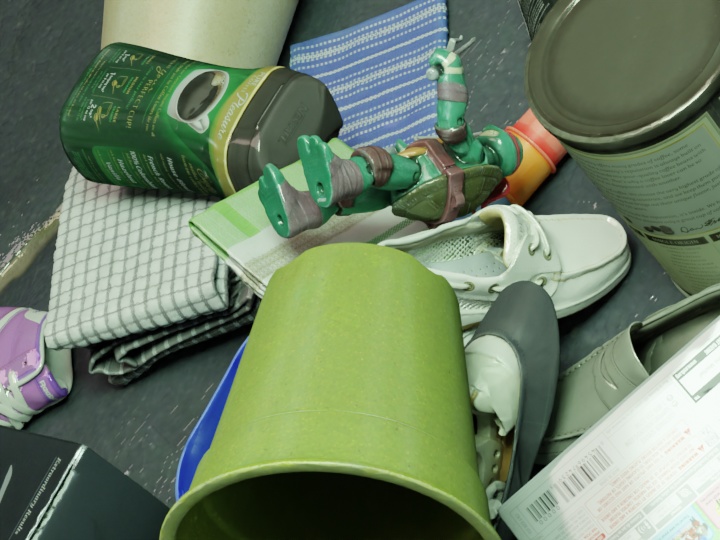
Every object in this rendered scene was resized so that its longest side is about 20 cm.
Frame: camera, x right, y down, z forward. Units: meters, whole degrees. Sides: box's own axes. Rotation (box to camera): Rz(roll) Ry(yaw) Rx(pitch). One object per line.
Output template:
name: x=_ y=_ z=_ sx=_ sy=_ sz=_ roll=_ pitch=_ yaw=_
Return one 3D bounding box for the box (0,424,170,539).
box: x=-0.247 y=0.198 z=1.598 sx=0.199 sy=0.104 sz=0.149 roll=8 pitch=63 yaw=51

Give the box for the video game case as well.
video game case: x=0.208 y=0.145 z=1.322 sx=0.200 sy=0.022 sz=0.182 roll=-41 pitch=63 yaw=5

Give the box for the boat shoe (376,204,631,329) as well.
boat shoe: x=0.094 y=-0.009 z=1.468 sx=0.199 sy=0.070 sz=0.071 roll=-15 pitch=48 yaw=-24

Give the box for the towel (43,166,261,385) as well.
towel: x=-0.144 y=-0.020 z=1.724 sx=0.165 sy=0.086 sz=0.201 roll=-19 pitch=48 yaw=23

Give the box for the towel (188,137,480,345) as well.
towel: x=0.000 y=0.000 z=1.515 sx=0.149 sy=0.031 sz=0.200 roll=-29 pitch=56 yaw=-34

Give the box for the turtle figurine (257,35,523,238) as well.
turtle figurine: x=0.039 y=-0.077 z=1.481 sx=0.101 sy=0.199 sz=0.150 roll=57 pitch=145 yaw=22

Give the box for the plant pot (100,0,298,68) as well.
plant pot: x=-0.127 y=-0.219 z=1.802 sx=0.199 sy=0.200 sz=0.185 roll=-4 pitch=68 yaw=36

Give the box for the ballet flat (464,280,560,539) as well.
ballet flat: x=0.078 y=0.104 z=1.411 sx=0.073 sy=0.073 sz=0.201 roll=12 pitch=92 yaw=43

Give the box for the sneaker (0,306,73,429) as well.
sneaker: x=-0.288 y=0.113 z=1.744 sx=0.114 sy=0.073 sz=0.201 roll=-1 pitch=58 yaw=34

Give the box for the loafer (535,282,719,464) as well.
loafer: x=0.177 y=0.060 z=1.417 sx=0.199 sy=0.070 sz=0.070 roll=-30 pitch=47 yaw=18

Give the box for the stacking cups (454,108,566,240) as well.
stacking cups: x=0.084 y=-0.038 z=1.582 sx=0.200 sy=0.061 sz=0.060 roll=-45 pitch=42 yaw=-5

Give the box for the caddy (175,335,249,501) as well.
caddy: x=-0.041 y=0.110 z=1.523 sx=0.141 sy=0.105 sz=0.201 roll=13 pitch=67 yaw=42

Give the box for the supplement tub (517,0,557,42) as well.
supplement tub: x=0.168 y=-0.210 z=1.592 sx=0.122 sy=0.123 sz=0.201 roll=-29 pitch=45 yaw=17

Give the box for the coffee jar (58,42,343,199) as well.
coffee jar: x=-0.115 y=-0.103 z=1.647 sx=0.199 sy=0.085 sz=0.105 roll=12 pitch=58 yaw=33

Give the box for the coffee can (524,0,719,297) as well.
coffee can: x=0.211 y=-0.085 z=1.405 sx=0.146 sy=0.200 sz=0.147 roll=-20 pitch=48 yaw=24

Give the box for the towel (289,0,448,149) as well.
towel: x=0.001 y=-0.119 z=1.727 sx=0.144 sy=0.024 sz=0.201 roll=-18 pitch=49 yaw=26

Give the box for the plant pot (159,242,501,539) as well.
plant pot: x=-0.008 y=0.092 z=1.328 sx=0.199 sy=0.200 sz=0.191 roll=-18 pitch=46 yaw=27
